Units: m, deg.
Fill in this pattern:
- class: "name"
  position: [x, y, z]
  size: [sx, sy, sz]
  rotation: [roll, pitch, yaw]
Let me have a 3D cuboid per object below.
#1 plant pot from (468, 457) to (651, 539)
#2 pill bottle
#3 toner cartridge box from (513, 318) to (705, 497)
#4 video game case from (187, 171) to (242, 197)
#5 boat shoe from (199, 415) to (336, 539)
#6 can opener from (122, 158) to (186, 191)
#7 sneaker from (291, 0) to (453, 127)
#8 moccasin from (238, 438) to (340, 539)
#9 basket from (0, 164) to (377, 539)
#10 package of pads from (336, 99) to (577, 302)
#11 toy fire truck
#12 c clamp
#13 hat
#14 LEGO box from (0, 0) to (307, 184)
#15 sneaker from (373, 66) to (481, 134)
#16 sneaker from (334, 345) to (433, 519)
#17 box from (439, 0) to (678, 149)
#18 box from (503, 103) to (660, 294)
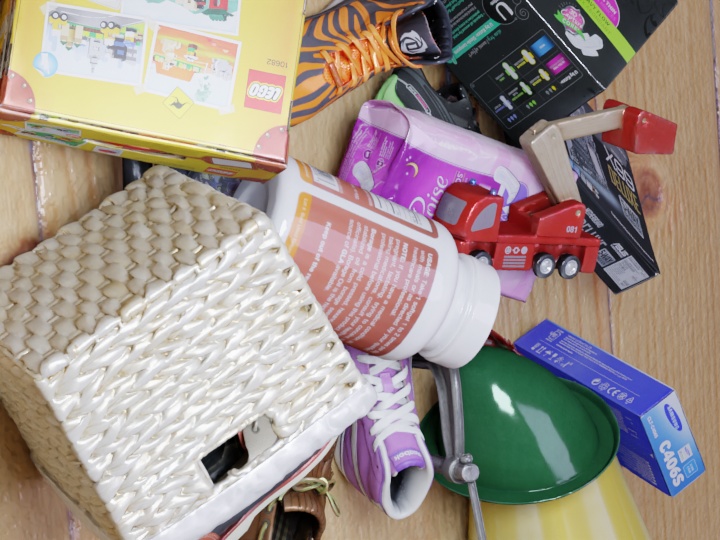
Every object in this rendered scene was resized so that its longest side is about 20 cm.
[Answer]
- class: "plant pot"
  position: [0.174, 0.253, 1.825]
  size: [0.200, 0.200, 0.191]
  rotation: [6, 70, -52]
- class: "pill bottle"
  position: [0.000, 0.000, 1.548]
  size: [0.199, 0.112, 0.113]
  rotation: [23, 71, -23]
- class: "toner cartridge box"
  position: [0.220, 0.120, 1.861]
  size: [0.043, 0.200, 0.096]
  rotation: [-35, 121, -15]
- class: "video game case"
  position: [-0.095, 0.003, 1.589]
  size: [0.181, 0.025, 0.201]
  rotation: [-58, 133, -34]
- class: "boat shoe"
  position: [-0.085, 0.136, 1.543]
  size: [0.200, 0.071, 0.063]
  rotation: [-46, 124, -16]
- class: "can opener"
  position: [-0.146, -0.099, 1.475]
  size: [0.078, 0.063, 0.202]
  rotation: [1, 80, -52]
- class: "sneaker"
  position: [0.000, -0.175, 1.639]
  size: [0.200, 0.111, 0.078]
  rotation: [-46, 125, -42]
- class: "moccasin"
  position: [-0.054, 0.185, 1.603]
  size: [0.074, 0.077, 0.203]
  rotation: [50, 53, -40]
- class: "basket"
  position: [-0.134, 0.055, 1.364]
  size: [0.197, 0.200, 0.162]
  rotation: [-35, 116, -16]
- class: "package of pads"
  position: [0.074, -0.055, 1.696]
  size: [0.199, 0.076, 0.122]
  rotation: [16, 98, -37]
- class: "toy fire truck"
  position: [0.152, -0.068, 1.665]
  size: [0.198, 0.049, 0.143]
  rotation: [2, 106, -33]
- class: "c clamp"
  position: [0.055, 0.131, 1.676]
  size: [0.027, 0.200, 0.173]
  rotation: [-7, 97, -15]
- class: "hat"
  position: [0.113, 0.074, 1.727]
  size: [0.166, 0.198, 0.177]
  rotation: [-71, 159, -52]
- class: "LEGO box"
  position: [-0.141, -0.153, 1.402]
  size: [0.198, 0.077, 0.151]
  rotation: [11, 80, -15]
- class: "sneaker"
  position: [0.084, -0.113, 1.779]
  size: [0.200, 0.076, 0.085]
  rotation: [37, 66, -48]
- class: "sneaker"
  position: [0.024, 0.099, 1.639]
  size: [0.072, 0.114, 0.202]
  rotation: [-14, 117, -17]
- class: "box"
  position: [0.137, -0.236, 1.747]
  size: [0.200, 0.124, 0.149]
  rotation: [47, 50, -7]
- class: "box"
  position: [0.193, -0.094, 1.888]
  size: [0.200, 0.049, 0.159]
  rotation: [44, 29, -43]
